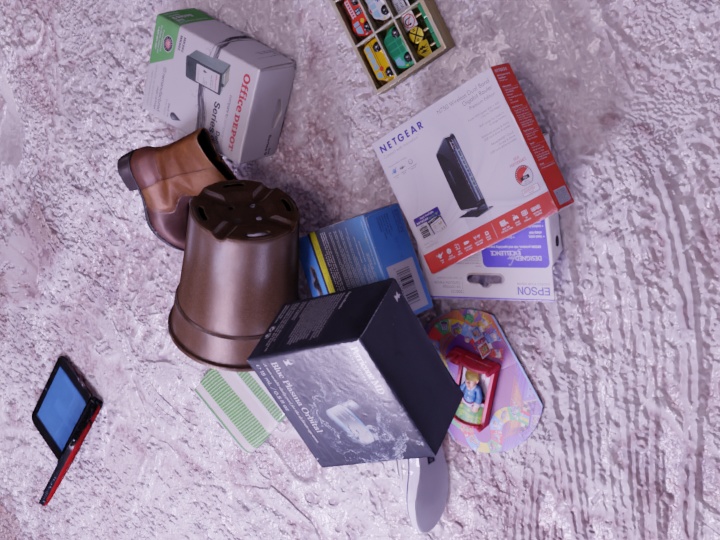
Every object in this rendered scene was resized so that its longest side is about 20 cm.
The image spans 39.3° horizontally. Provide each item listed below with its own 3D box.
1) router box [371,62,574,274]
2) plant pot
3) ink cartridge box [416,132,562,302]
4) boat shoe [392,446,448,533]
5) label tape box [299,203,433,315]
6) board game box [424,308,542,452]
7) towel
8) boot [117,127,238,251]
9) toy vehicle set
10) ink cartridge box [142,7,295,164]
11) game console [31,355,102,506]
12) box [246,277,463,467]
[{"bbox_3d":[0.130,-0.117,1.204,0.198,0.049,0.182,-28,87,40],"label":"router box"},{"bbox_3d":[-0.166,-0.001,1.391,0.198,0.199,0.201,29,130,24],"label":"plant pot"},{"bbox_3d":[0.154,-0.065,1.262,0.195,0.043,0.204,2,105,36],"label":"ink cartridge box"},{"bbox_3d":[0.077,0.266,1.415,0.065,0.073,0.205,12,108,48],"label":"boat shoe"},{"bbox_3d":[0.000,0.000,1.370,0.199,0.063,0.147,-13,98,59],"label":"label tape box"},{"bbox_3d":[0.143,0.155,1.341,0.157,0.039,0.203,-32,85,38],"label":"board game box"},{"bbox_3d":[-0.173,0.184,1.590,0.153,0.023,0.201,48,125,13],"label":"towel"},{"bbox_3d":[-0.241,-0.115,1.482,0.197,0.069,0.191,-7,120,39],"label":"boot"},{"bbox_3d":[0.026,-0.342,1.276,0.123,0.026,0.203,-28,88,38],"label":"toy vehicle set"},{"bbox_3d":[-0.203,-0.263,1.428,0.198,0.084,0.148,30,121,24],"label":"ink cartridge box"},{"bbox_3d":[-0.564,0.295,1.848,0.117,0.173,0.201,29,124,-7],"label":"game console"},{"bbox_3d":[-0.006,0.137,1.292,0.197,0.118,0.198,-14,119,38],"label":"box"}]
